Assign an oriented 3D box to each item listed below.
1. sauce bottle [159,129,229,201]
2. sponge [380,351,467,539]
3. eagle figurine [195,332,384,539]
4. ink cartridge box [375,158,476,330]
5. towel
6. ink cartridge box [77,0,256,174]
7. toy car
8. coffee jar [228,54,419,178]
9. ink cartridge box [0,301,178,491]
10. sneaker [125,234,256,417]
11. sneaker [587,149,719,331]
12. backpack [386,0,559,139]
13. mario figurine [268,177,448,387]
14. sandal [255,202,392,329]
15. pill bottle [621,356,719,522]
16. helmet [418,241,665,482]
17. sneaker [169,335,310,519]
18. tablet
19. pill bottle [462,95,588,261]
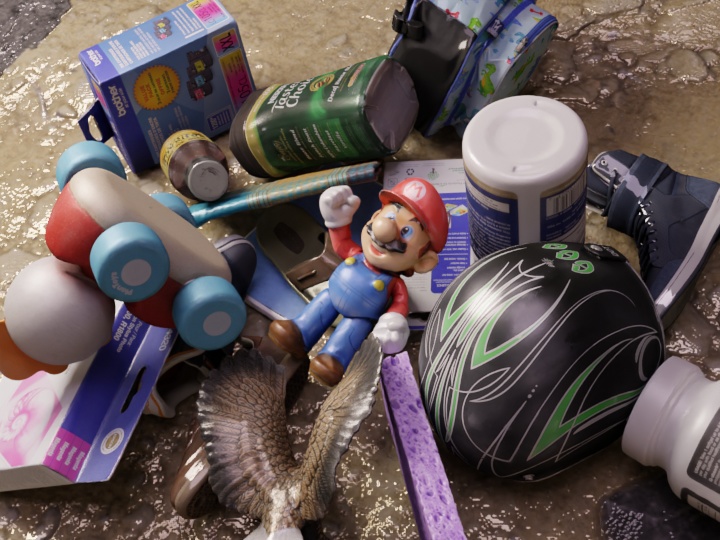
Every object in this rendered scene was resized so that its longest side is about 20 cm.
[{"bbox_3d":[-0.169,-0.108,1.229,0.066,0.066,0.200,-25,16,-10],"label":"sauce bottle"},{"bbox_3d":[0.055,0.179,0.994,0.030,0.112,0.201,-14,51,-4],"label":"sponge"},{"bbox_3d":[-0.052,0.161,0.992,0.151,0.151,0.201,-7,93,-21],"label":"eagle figurine"},{"bbox_3d":[0.069,-0.020,1.187,0.099,0.039,0.201,0,59,10],"label":"ink cartridge box"},{"bbox_3d":[-0.075,-0.080,1.206,0.199,0.022,0.147,-13,9,7],"label":"towel"},{"bbox_3d":[-0.224,-0.202,1.328,0.199,0.137,0.076,-27,47,-12],"label":"ink cartridge box"},{"bbox_3d":[-0.233,0.026,1.041,0.200,0.177,0.184,-46,40,8],"label":"toy car"},{"bbox_3d":[-0.043,-0.159,1.256,0.199,0.085,0.105,-8,41,37],"label":"coffee jar"},{"bbox_3d":[-0.270,0.108,1.099,0.199,0.043,0.197,-14,43,38],"label":"ink cartridge box"},{"bbox_3d":[-0.151,0.059,1.148,0.079,0.079,0.200,27,72,33],"label":"sneaker"},{"bbox_3d":[0.265,-0.034,1.139,0.146,0.077,0.202,27,50,14],"label":"sneaker"},{"bbox_3d":[0.125,-0.252,1.286,0.147,0.183,0.200,34,59,5],"label":"backpack"},{"bbox_3d":[0.000,0.000,1.059,0.200,0.123,0.106,-54,17,1],"label":"mario figurine"},{"bbox_3d":[-0.044,-0.007,1.164,0.201,0.057,0.080,36,84,35],"label":"sandal"},{"bbox_3d":[0.323,0.157,0.962,0.200,0.117,0.116,30,62,28],"label":"pill bottle"},{"bbox_3d":[0.144,0.077,1.015,0.190,0.201,0.200,-21,50,-23],"label":"helmet"},{"bbox_3d":[-0.125,0.140,1.085,0.075,0.071,0.200,23,49,20],"label":"sneaker"},{"bbox_3d":[-0.048,-0.031,1.241,0.130,0.014,0.200,31,62,29],"label":"tablet"},{"bbox_3d":[0.155,-0.055,1.104,0.110,0.200,0.111,-4,50,5],"label":"pill bottle"}]
